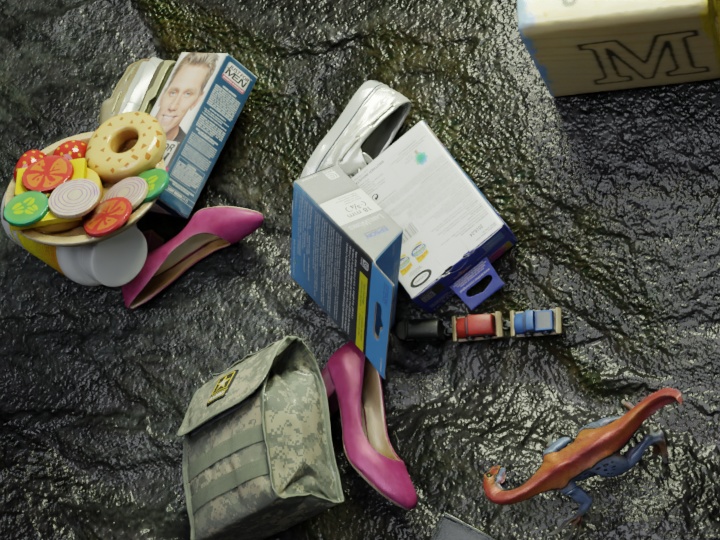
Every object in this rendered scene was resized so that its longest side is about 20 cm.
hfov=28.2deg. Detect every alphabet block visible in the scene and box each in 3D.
[{"bbox_3d":[0.288,-0.321,1.575,0.199,0.196,0.196,-3,75,18],"label":"alphabet block"}]

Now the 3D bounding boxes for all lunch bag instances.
[{"bbox_3d":[-0.119,0.186,1.595,0.164,0.117,0.201,-32,58,39],"label":"lunch bag"}]

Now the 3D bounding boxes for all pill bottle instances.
[{"bbox_3d":[-0.346,-0.050,1.742,0.200,0.109,0.109,28,85,43],"label":"pill bottle"}]

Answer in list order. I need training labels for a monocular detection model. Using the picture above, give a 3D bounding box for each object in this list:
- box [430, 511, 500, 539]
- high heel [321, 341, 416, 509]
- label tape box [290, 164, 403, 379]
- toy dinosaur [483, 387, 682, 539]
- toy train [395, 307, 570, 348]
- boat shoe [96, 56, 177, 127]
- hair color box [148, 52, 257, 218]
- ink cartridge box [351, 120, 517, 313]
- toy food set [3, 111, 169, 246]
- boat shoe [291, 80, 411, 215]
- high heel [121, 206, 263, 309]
[{"bbox_3d":[0.130,0.388,1.511,0.193,0.048,0.201,26,84,22],"label":"box"},{"bbox_3d":[0.023,0.168,1.594,0.096,0.067,0.200,-45,54,11],"label":"high heel"},{"bbox_3d":[0.000,0.000,1.592,0.063,0.145,0.200,-22,48,-26],"label":"label tape box"},{"bbox_3d":[0.217,0.187,1.488,0.181,0.200,0.105,-16,49,-18],"label":"toy dinosaur"},{"bbox_3d":[0.134,0.062,1.602,0.199,0.046,0.034,-5,73,18],"label":"toy train"},{"bbox_3d":[-0.293,-0.182,1.803,0.068,0.075,0.200,13,61,26],"label":"boat shoe"},{"bbox_3d":[-0.216,-0.168,1.754,0.100,0.060,0.201,10,70,46],"label":"hair color box"},{"bbox_3d":[0.083,-0.049,1.635,0.136,0.076,0.200,-39,65,7],"label":"ink cartridge box"},{"bbox_3d":[-0.319,-0.102,1.666,0.199,0.049,0.198,-9,46,2],"label":"toy food set"},{"bbox_3d":[-0.008,-0.129,1.697,0.066,0.072,0.200,27,77,29],"label":"boat shoe"},{"bbox_3d":[-0.204,-0.015,1.727,0.199,0.067,0.096,-11,62,22],"label":"high heel"}]
